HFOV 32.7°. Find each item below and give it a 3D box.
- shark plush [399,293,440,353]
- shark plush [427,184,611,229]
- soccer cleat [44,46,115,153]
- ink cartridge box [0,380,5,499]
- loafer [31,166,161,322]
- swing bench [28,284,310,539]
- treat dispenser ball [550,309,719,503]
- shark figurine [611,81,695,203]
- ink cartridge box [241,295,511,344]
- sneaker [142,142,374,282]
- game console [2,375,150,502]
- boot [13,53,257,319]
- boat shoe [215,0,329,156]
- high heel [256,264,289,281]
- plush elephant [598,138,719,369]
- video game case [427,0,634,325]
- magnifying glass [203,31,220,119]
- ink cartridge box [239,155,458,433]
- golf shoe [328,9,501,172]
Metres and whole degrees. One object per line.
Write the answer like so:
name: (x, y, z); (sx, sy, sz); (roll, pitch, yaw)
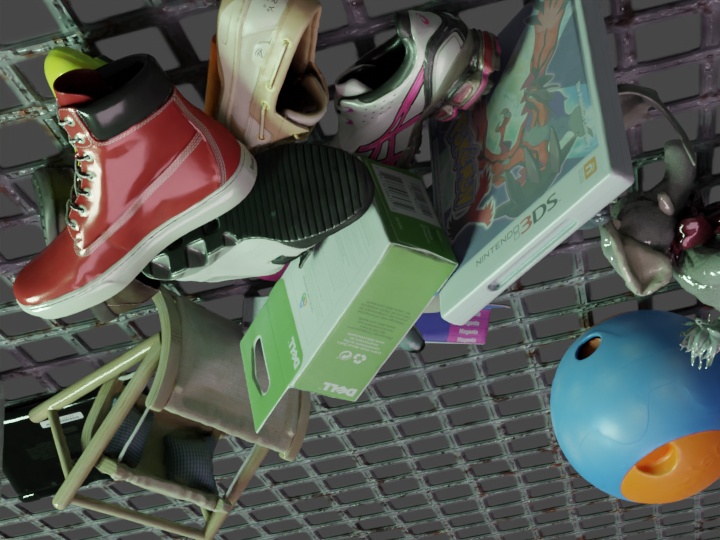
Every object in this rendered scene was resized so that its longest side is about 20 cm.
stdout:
shark plush: (0.004, -0.023, 0.986); (0.200, 0.091, 0.083); (31, 150, 8)
shark plush: (0.100, -0.062, 0.994); (0.200, 0.083, 0.091); (4, 131, 8)
soccer cleat: (-0.181, -0.084, 0.893); (0.065, 0.084, 0.200); (23, 159, 22)
ink cartridge box: (-0.460, 0.171, 1.200); (0.200, 0.147, 0.083); (-10, 148, 1)
loafer: (-0.214, -0.029, 1.013); (0.071, 0.073, 0.200); (-19, 154, -3)
swing bench: (-0.173, 0.143, 1.186); (0.200, 0.130, 0.199); (-44, 138, 15)
treat dispenser ball: (0.298, 0.140, 1.273); (0.201, 0.201, 0.201); (-6, 149, -4)
shark figurine: (0.173, -0.088, 0.898); (0.128, 0.090, 0.214); (-37, -170, -37)
ink cartridge box: (0.008, 0.046, 1.118); (0.196, 0.043, 0.200); (3, 178, -17)
sneaker: (-0.064, -0.037, 0.902); (0.200, 0.074, 0.088); (-15, 162, 31)
game console: (-0.294, 0.182, 1.382); (0.200, 0.116, 0.176); (-16, 118, 12)
boot: (-0.190, -0.059, 0.835); (0.200, 0.072, 0.144); (-35, 133, 12)
boat shoe: (-0.057, -0.122, 0.861); (0.069, 0.074, 0.200); (23, 151, 13)
high heel: (0.000, 0.000, 1.071); (0.200, 0.096, 0.067); (-16, 148, 12)
plush elephant: (0.284, -0.036, 1.047); (0.155, 0.165, 0.200); (31, 107, 0)
video game case: (0.107, -0.089, 0.845); (0.023, 0.200, 0.182); (20, 139, -25)
magnifying glass: (-0.108, -0.097, 0.926); (0.022, 0.080, 0.200); (30, 140, 16)
ink cartridge box: (-0.015, 0.026, 0.913); (0.059, 0.104, 0.200); (17, 124, -28)
golf shoe: (0.011, -0.120, 0.905); (0.092, 0.073, 0.200); (18, 136, -28)
